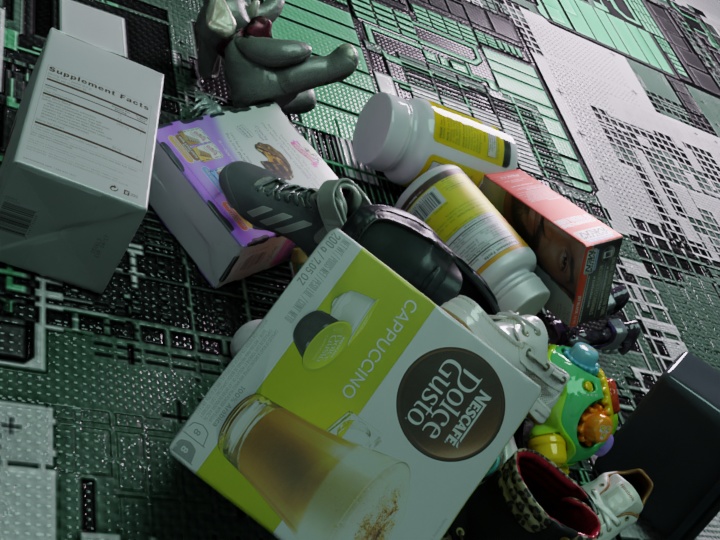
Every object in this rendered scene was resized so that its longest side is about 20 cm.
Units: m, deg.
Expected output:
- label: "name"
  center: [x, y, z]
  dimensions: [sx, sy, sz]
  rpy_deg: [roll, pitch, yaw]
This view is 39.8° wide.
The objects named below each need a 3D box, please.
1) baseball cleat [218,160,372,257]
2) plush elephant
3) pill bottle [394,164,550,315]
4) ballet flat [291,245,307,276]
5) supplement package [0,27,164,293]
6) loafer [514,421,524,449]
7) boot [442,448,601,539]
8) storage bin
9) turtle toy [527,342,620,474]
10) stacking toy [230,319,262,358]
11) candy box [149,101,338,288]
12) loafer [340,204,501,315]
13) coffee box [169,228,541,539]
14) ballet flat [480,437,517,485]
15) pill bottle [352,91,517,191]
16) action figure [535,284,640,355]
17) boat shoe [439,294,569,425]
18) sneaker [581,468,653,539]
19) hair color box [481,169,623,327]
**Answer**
- label: "baseball cleat"
  center: [-0.050, -0.064, 0.939]
  dimensions: [0.199, 0.107, 0.070]
  rpy_deg: [37, 45, 16]
- label: "plush elephant"
  center: [-0.129, -0.267, 1.179]
  dimensions: [0.198, 0.165, 0.157]
  rpy_deg: [-16, 87, -22]
- label: "pill bottle"
  center: [0.134, -0.023, 1.184]
  dimensions: [0.109, 0.110, 0.201]
  rpy_deg: [-12, 56, -46]
- label: "ballet flat"
  center: [0.000, 0.000, 1.103]
  dimensions: [0.199, 0.068, 0.064]
  rpy_deg: [-2, 92, -43]
- label: "supplement package"
  center: [-0.265, -0.104, 0.924]
  dimensions: [0.119, 0.122, 0.201]
  rpy_deg: [20, 40, -23]
- label: "loafer"
  center: [0.150, 0.162, 1.051]
  dimensions: [0.071, 0.063, 0.201]
  rpy_deg: [27, 38, -16]
- label: "boot"
  center: [0.156, 0.263, 0.877]
  dimensions: [0.200, 0.151, 0.073]
  rpy_deg: [49, 38, 14]
- label: "storage bin"
  center: [0.366, 0.192, 1.109]
  dimensions: [0.134, 0.201, 0.145]
  rpy_deg: [40, 35, 19]
- label: "turtle toy"
  center: [0.227, 0.148, 1.072]
  dimensions: [0.200, 0.100, 0.147]
  rpy_deg: [57, 25, -65]
- label: "stacking toy"
  center: [-0.033, 0.057, 0.973]
  dimensions: [0.198, 0.147, 0.147]
  rpy_deg: [-9, 56, -28]
- label: "candy box"
  center: [-0.122, -0.088, 1.073]
  dimensions: [0.168, 0.072, 0.199]
  rpy_deg: [50, 38, 15]
- label: "loafer"
  center: [0.061, 0.004, 0.878]
  dimensions: [0.200, 0.068, 0.070]
  rpy_deg: [33, 6, -42]
- label: "coffee box"
  center: [-0.008, 0.113, 0.790]
  dimensions: [0.197, 0.200, 0.200]
  rpy_deg: [38, -7, -1]
- label: "ballet flat"
  center: [0.113, 0.124, 0.980]
  dimensions: [0.069, 0.069, 0.202]
  rpy_deg: [12, 48, -31]
- label: "pill bottle"
  center: [0.097, -0.157, 1.298]
  dimensions: [0.198, 0.115, 0.115]
  rpy_deg: [16, 42, -29]
- label: "action figure"
  center: [0.253, 0.077, 1.230]
  dimensions: [0.198, 0.070, 0.131]
  rpy_deg: [-7, 62, -27]
- label: "boat shoe"
  center: [0.132, 0.065, 0.880]
  dimensions: [0.071, 0.069, 0.200]
  rpy_deg: [39, -4, 41]
- label: "sneaker"
  center: [0.233, 0.247, 1.018]
  dimensions: [0.199, 0.085, 0.073]
  rpy_deg: [-18, 65, -47]
- label: "hair color box"
  center: [0.223, -0.032, 1.215]
  dimensions: [0.063, 0.112, 0.200]
  rpy_deg: [-13, 34, -28]
